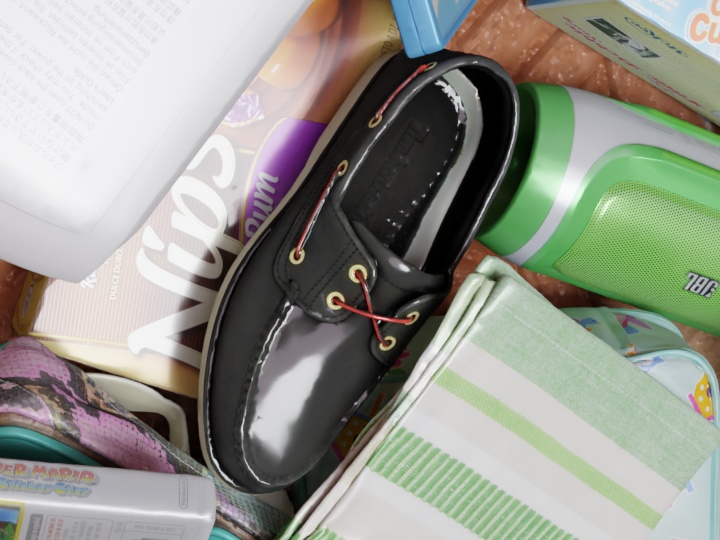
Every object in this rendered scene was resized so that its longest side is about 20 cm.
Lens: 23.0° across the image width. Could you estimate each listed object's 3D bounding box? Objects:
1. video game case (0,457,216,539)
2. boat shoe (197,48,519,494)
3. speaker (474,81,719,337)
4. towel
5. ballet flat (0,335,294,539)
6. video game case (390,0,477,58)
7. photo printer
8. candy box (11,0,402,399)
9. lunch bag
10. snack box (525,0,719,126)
[{"bbox_3d":[-0.165,0.136,0.705,0.180,0.023,0.201,7,140,-14],"label":"video game case"},{"bbox_3d":[-0.002,-0.001,0.714,0.073,0.063,0.203,33,79,-27],"label":"boat shoe"},{"bbox_3d":[0.150,-0.020,0.820,0.198,0.088,0.089,19,93,-20],"label":"speaker"},{"bbox_3d":[0.042,0.110,0.729,0.152,0.023,0.201,35,94,-31],"label":"towel"},{"bbox_3d":[-0.077,0.092,0.736,0.200,0.069,0.072,39,42,-25],"label":"ballet flat"},{"bbox_3d":[0.010,-0.198,0.720,0.018,0.143,0.202,-13,105,14],"label":"video game case"},{"bbox_3d":[-0.114,-0.108,0.668,0.166,0.069,0.201,38,84,-21],"label":"photo printer"},{"bbox_3d":[-0.063,-0.048,0.762,0.116,0.056,0.202,19,91,-19],"label":"candy box"},{"bbox_3d":[0.061,0.104,0.802,0.198,0.077,0.162,-5,108,-3],"label":"lunch bag"},{"bbox_3d":[0.179,-0.086,0.791,0.199,0.116,0.037,29,89,-14],"label":"snack box"}]
